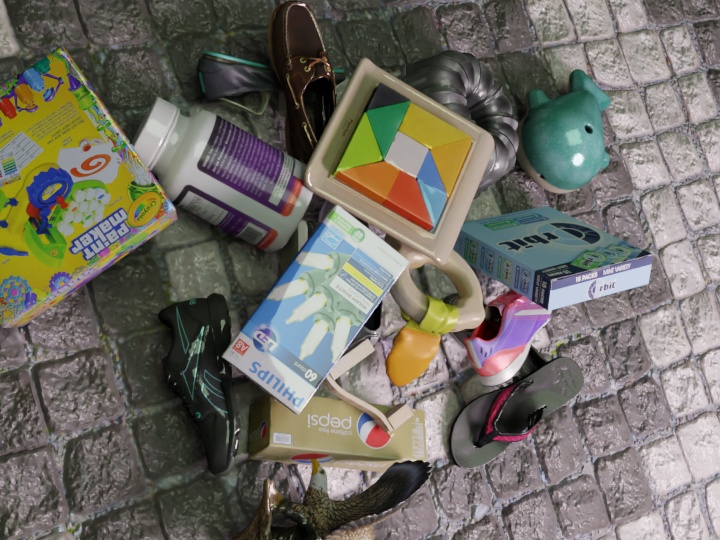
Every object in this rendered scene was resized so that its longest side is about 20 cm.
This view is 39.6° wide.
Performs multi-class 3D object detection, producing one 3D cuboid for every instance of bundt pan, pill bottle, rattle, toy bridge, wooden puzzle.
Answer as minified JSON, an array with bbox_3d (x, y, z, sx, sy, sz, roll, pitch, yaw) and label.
[{"bbox_3d":[0.136,-0.198,1.298,0.201,0.075,0.203,26,53,-39],"label":"bundt pan"},{"bbox_3d":[-0.160,-0.112,1.136,0.199,0.111,0.112,28,65,-18],"label":"pill bottle"},{"bbox_3d":[0.059,0.012,1.215,0.129,0.143,0.201,-17,59,-24],"label":"rattle"},{"bbox_3d":[-0.016,0.101,1.114,0.067,0.027,0.201,-33,95,-26],"label":"toy bridge"},{"bbox_3d":[0.052,-0.130,1.159,0.199,0.037,0.186,31,66,-13],"label":"wooden puzzle"}]

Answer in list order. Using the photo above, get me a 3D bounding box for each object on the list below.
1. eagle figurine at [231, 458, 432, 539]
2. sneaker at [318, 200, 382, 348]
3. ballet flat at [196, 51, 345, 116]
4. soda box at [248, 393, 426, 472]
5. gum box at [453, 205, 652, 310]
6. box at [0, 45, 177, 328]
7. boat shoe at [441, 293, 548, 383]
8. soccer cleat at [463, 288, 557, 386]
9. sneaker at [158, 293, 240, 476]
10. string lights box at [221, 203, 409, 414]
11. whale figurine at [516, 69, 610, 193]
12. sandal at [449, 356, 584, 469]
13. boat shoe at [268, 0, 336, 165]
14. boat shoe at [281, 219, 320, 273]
[{"bbox_3d":[-0.024,0.270,1.074,0.199,0.151,0.152,12,78,-25],"label":"eagle figurine"},{"bbox_3d":[0.000,0.000,1.204,0.074,0.082,0.202,-4,78,-28],"label":"sneaker"},{"bbox_3d":[-0.109,-0.224,1.226,0.199,0.073,0.074,-1,76,-34],"label":"ballet flat"},{"bbox_3d":[-0.025,0.188,1.145,0.198,0.068,0.065,11,63,-24],"label":"soda box"},{"bbox_3d":[0.239,-0.021,1.276,0.169,0.200,0.045,-12,116,-30],"label":"gum box"},{"bbox_3d":[-0.319,-0.078,1.001,0.199,0.122,0.193,-35,93,-9],"label":"box"},{"bbox_3d":[0.189,0.096,1.291,0.200,0.057,0.067,43,61,-11],"label":"boat shoe"},{"bbox_3d":[0.190,0.052,1.237,0.073,0.068,0.200,56,49,-22],"label":"soccer cleat"},{"bbox_3d":[-0.176,0.127,1.095,0.079,0.075,0.202,-4,71,-14],"label":"sneaker"},{"bbox_3d":[-0.049,0.042,1.065,0.102,0.059,0.201,37,80,-4],"label":"string lights box"},{"bbox_3d":[0.303,-0.205,1.408,0.159,0.104,0.201,41,61,-11],"label":"whale figurine"},{"bbox_3d":[0.194,0.174,1.244,0.199,0.045,0.075,-34,96,-5],"label":"sandal"},{"bbox_3d":[-0.058,-0.220,1.175,0.070,0.070,0.202,-13,95,-30],"label":"boat shoe"},{"bbox_3d":[-0.057,0.043,1.160,0.060,0.072,0.203,6,83,-25],"label":"boat shoe"}]
